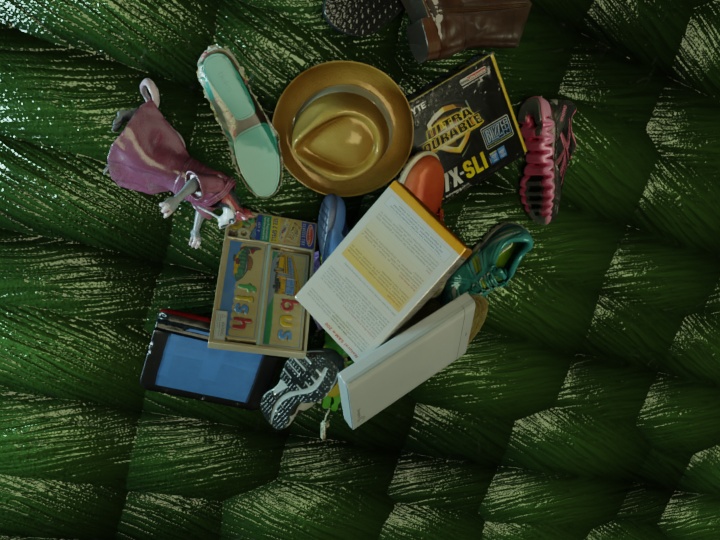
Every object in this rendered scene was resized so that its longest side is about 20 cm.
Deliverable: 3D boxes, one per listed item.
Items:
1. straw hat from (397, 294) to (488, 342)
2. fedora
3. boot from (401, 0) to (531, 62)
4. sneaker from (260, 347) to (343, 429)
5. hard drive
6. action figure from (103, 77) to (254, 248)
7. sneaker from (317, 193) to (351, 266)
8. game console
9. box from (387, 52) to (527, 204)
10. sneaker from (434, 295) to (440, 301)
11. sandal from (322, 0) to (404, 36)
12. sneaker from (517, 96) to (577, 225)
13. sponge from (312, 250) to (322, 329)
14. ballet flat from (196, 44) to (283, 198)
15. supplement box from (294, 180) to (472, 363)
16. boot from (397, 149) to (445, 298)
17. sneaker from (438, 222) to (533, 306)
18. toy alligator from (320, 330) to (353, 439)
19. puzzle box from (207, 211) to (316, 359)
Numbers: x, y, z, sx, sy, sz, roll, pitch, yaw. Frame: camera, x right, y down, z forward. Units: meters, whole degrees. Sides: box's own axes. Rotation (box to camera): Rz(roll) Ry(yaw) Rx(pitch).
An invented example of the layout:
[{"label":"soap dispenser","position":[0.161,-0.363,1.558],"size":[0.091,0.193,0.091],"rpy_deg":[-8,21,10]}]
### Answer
[{"label":"straw hat","position":[0.084,0.082,0.794],"size":[0.199,0.085,0.203],"rpy_deg":[-27,144,-21]},{"label":"fedora","position":[-0.027,-0.177,0.724],"size":[0.197,0.082,0.204],"rpy_deg":[3,118,5]},{"label":"boot","position":[0.142,-0.385,0.724],"size":[0.198,0.064,0.189],"rpy_deg":[-21,113,-25]},{"label":"sneaker","position":[-0.080,0.163,0.809],"size":[0.074,0.080,0.200],"rpy_deg":[53,133,8]},{"label":"hard drive","position":[0.063,0.121,0.712],"size":[0.198,0.027,0.133],"rpy_deg":[-29,146,-18]},{"label":"action figure","position":[-0.228,-0.124,0.716],"size":[0.198,0.134,0.151],"rpy_deg":[26,74,-12]},{"label":"sneaker","position":[-0.019,-0.016,0.786],"size":[0.081,0.074,0.203],"rpy_deg":[-8,116,-7]},{"label":"game console","position":[-0.212,0.140,0.798],"size":[0.197,0.172,0.121],"rpy_deg":[16,77,-19]},{"label":"box","position":[0.132,-0.199,0.808],"size":[0.198,0.049,0.161],"rpy_deg":[-30,114,-3]},{"label":"sneaker","position":[0.065,0.106,0.873],"size":[0.073,0.081,0.201],"rpy_deg":[33,97,-22]},{"label":"sandal","position":[0.031,-0.376,0.728],"size":[0.199,0.048,0.076],"rpy_deg":[-36,116,-15]},{"label":"sneaker","position":[0.305,-0.173,0.854],"size":[0.094,0.079,0.203],"rpy_deg":[-15,113,-21]},{"label":"sponge","position":[0.000,0.000,0.848],"size":[0.198,0.030,0.113],"rpy_deg":[-26,111,-4]},{"label":"ballet flat","position":[-0.154,-0.198,0.725],"size":[0.075,0.064,0.203],"rpy_deg":[-20,114,-6]},{"label":"supplement box","position":[0.030,0.005,0.695],"size":[0.126,0.073,0.200],"rpy_deg":[45,102,12]},{"label":"boot","position":[0.095,-0.062,0.756],"size":[0.074,0.107,0.204],"rpy_deg":[1,104,-27]},{"label":"sneaker","position":[0.199,0.007,0.876],"size":[0.077,0.080,0.201],"rpy_deg":[35,97,-22]},{"label":"toy alligator","position":[-0.036,0.184,0.882],"size":[0.053,0.059,0.203],"rpy_deg":[0,108,-9]},{"label":"puzzle box","position":[-0.131,0.016,0.752],"size":[0.131,0.025,0.203],"rpy_deg":[9,65,-15]}]
